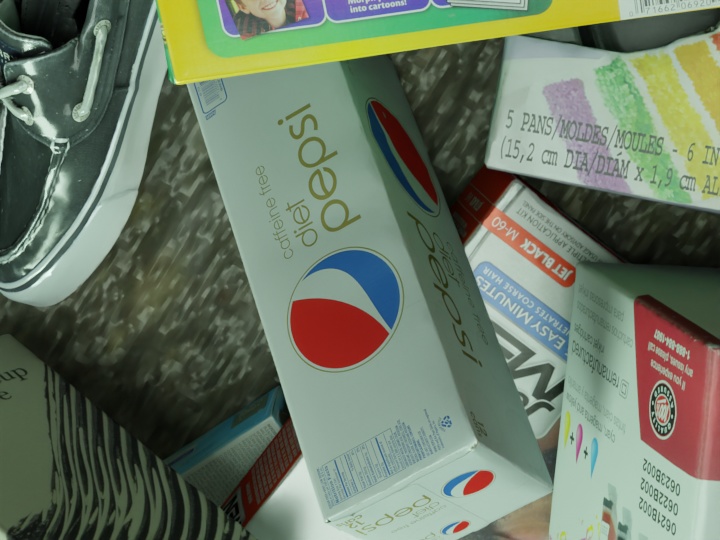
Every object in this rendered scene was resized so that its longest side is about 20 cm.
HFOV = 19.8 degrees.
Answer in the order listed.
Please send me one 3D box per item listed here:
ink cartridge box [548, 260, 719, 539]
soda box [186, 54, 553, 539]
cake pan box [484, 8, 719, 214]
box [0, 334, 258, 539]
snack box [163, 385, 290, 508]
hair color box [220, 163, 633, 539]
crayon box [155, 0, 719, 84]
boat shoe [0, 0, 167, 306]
[{"bbox_3d":[0.154,0.109,0.739,0.144,0.145,0.200,2,101,-13],"label":"ink cartridge box"},{"bbox_3d":[0.000,0.000,0.756,0.064,0.200,0.068,-29,149,18],"label":"soda box"},{"bbox_3d":[0.150,-0.110,0.750,0.200,0.052,0.184,12,94,7],"label":"cake pan box"},{"bbox_3d":[-0.110,0.106,0.782,0.200,0.082,0.068,33,128,36],"label":"box"},{"bbox_3d":[-0.024,0.161,0.896,0.116,0.037,0.200,-33,104,13],"label":"snack box"},{"bbox_3d":[0.038,0.069,0.822,0.111,0.064,0.200,36,96,-11],"label":"hair color box"},{"bbox_3d":[0.023,-0.139,0.693,0.200,0.058,0.119,-7,114,8],"label":"crayon box"},{"bbox_3d":[-0.113,-0.080,0.787,0.068,0.072,0.200,8,115,-44],"label":"boat shoe"}]
